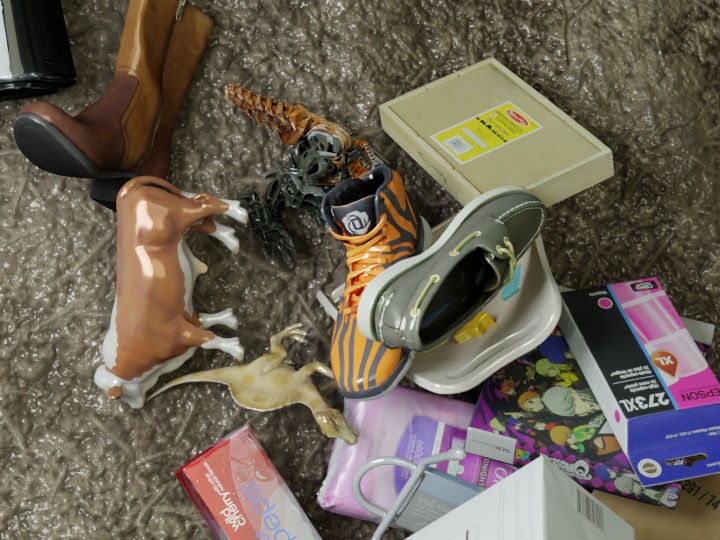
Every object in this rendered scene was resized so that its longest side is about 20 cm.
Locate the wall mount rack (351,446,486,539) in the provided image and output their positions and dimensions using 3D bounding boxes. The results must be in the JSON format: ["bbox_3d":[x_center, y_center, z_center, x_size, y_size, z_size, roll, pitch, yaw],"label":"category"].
[{"bbox_3d":[0.095,0.200,1.223,0.199,0.174,0.075,22,34,-11],"label":"wall mount rack"}]

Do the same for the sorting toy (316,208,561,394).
[{"bbox_3d":[0.088,0.036,1.279,0.199,0.180,0.107,-32,115,-2],"label":"sorting toy"}]

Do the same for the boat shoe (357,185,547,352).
[{"bbox_3d":[0.085,0.000,1.193,0.201,0.060,0.072,-36,131,-33],"label":"boat shoe"}]

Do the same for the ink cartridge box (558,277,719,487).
[{"bbox_3d":[0.241,0.089,1.274,0.094,0.037,0.201,-8,46,-13],"label":"ink cartridge box"}]

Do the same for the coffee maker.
[{"bbox_3d":[-0.299,-0.244,1.256,0.134,0.191,0.202,-13,94,-54],"label":"coffee maker"}]

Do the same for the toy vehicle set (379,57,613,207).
[{"bbox_3d":[0.115,-0.115,1.341,0.124,0.200,0.027,-24,130,-15],"label":"toy vehicle set"}]

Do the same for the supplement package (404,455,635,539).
[{"bbox_3d":[0.098,0.251,1.150,0.114,0.200,0.110,39,33,-24],"label":"supplement package"}]

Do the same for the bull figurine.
[{"bbox_3d":[-0.159,0.023,1.275,0.120,0.065,0.202,1,102,-14],"label":"bull figurine"}]

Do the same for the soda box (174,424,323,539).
[{"bbox_3d":[-0.073,0.233,1.285,0.070,0.063,0.201,-33,88,-17],"label":"soda box"}]

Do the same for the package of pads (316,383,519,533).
[{"bbox_3d":[0.068,0.171,1.324,0.199,0.076,0.121,16,80,-10],"label":"package of pads"}]

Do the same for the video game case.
[{"bbox_3d":[0.200,0.100,1.310,0.180,0.036,0.200,14,44,12],"label":"video game case"}]

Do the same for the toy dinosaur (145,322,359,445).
[{"bbox_3d":[-0.080,0.090,1.289,0.199,0.059,0.101,12,30,26],"label":"toy dinosaur"}]

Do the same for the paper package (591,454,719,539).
[{"bbox_3d":[0.295,0.236,1.305,0.199,0.104,0.191,26,72,31],"label":"paper package"}]

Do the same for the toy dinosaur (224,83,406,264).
[{"bbox_3d":[-0.040,-0.085,1.349,0.199,0.102,0.136,28,50,7],"label":"toy dinosaur"}]

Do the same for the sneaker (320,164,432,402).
[{"bbox_3d":[0.000,0.000,1.226,0.077,0.112,0.201,-8,49,21],"label":"sneaker"}]

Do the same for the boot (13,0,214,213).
[{"bbox_3d":[-0.197,-0.165,1.277,0.068,0.188,0.201,9,76,34],"label":"boot"}]
